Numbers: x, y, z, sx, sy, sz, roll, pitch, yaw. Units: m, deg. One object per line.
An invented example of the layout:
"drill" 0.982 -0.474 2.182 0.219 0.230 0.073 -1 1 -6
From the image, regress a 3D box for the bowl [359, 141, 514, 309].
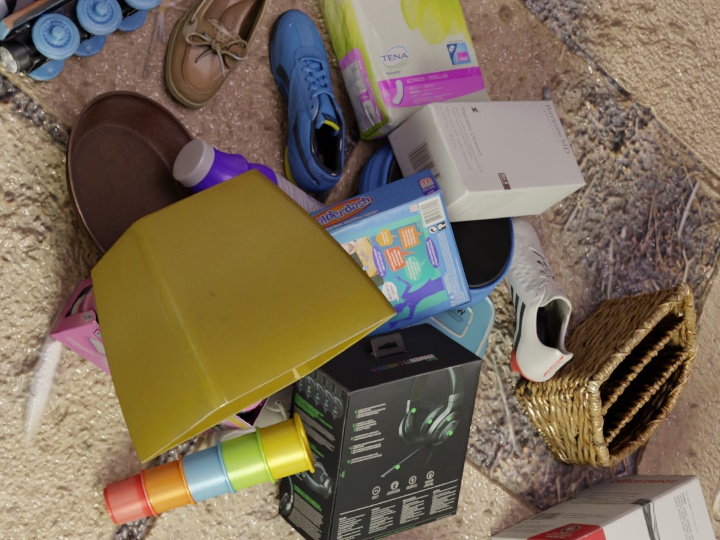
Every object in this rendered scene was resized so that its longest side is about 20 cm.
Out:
"bowl" 0.088 -0.057 1.761 0.200 0.039 0.201 20 56 -33

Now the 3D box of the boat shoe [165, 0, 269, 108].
"boat shoe" -0.139 -0.260 1.668 0.073 0.063 0.201 30 68 -25

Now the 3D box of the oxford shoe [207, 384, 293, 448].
"oxford shoe" -0.068 0.147 1.654 0.200 0.058 0.075 -22 97 -31

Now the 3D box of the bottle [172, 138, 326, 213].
"bottle" -0.101 -0.064 1.636 0.200 0.065 0.084 33 33 -36

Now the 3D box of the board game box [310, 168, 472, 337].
"board game box" 0.000 0.000 1.634 0.199 0.045 0.152 -20 129 -3

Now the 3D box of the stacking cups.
"stacking cups" -0.146 0.192 1.552 0.199 0.061 0.061 -17 92 2

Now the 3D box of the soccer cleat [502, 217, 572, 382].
"soccer cleat" 0.198 0.026 1.807 0.068 0.085 0.201 13 61 -29

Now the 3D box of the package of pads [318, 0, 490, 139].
"package of pads" 0.043 -0.249 1.771 0.154 0.068 0.201 -12 81 -33

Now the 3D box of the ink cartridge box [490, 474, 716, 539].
"ink cartridge box" 0.270 0.297 1.789 0.200 0.144 0.084 -20 95 -32

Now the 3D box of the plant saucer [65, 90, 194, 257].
"plant saucer" -0.218 -0.075 1.577 0.200 0.037 0.201 26 55 -44

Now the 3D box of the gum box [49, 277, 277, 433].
"gum box" -0.192 0.076 1.553 0.200 0.113 0.066 36 65 -22

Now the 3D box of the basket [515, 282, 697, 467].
"basket" 0.305 0.130 1.836 0.200 0.149 0.143 -41 104 -31

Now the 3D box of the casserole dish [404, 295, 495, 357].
"casserole dish" 0.073 0.036 1.771 0.200 0.039 0.121 37 65 -23

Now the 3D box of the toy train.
"toy train" -0.281 -0.268 1.573 0.200 0.087 0.114 -36 93 -29

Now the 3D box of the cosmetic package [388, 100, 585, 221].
"cosmetic package" 0.138 -0.119 1.752 0.200 0.081 0.113 -10 72 -43

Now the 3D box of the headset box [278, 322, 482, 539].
"headset box" 0.019 0.161 1.628 0.174 0.093 0.201 -12 121 -36

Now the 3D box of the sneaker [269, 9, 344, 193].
"sneaker" -0.047 -0.182 1.707 0.066 0.078 0.201 -2 82 -30

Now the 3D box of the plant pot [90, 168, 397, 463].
"plant pot" -0.124 0.029 1.431 0.200 0.200 0.177 -26 84 -33
